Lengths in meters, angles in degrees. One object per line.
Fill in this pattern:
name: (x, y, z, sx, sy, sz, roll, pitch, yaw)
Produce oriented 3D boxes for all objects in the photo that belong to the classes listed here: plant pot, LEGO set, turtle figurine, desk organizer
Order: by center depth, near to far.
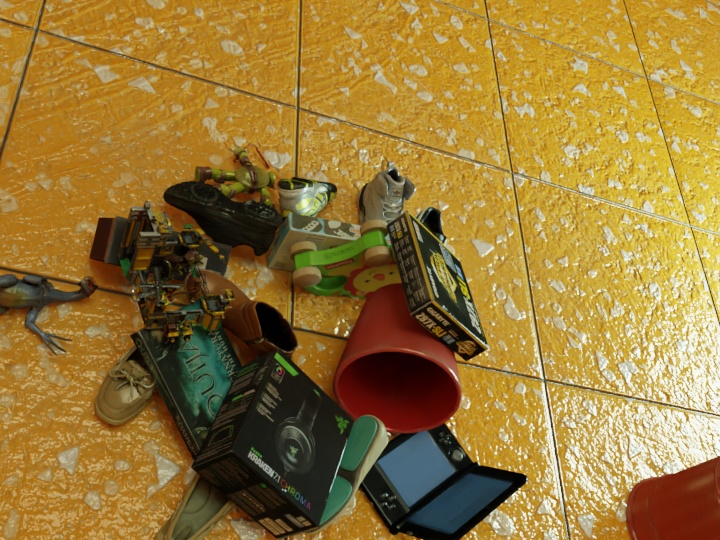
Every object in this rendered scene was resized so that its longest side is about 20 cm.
LEGO set: (-0.258, -0.012, 1.218, 0.152, 0.116, 0.201, 4, 45, -27)
desk organizer: (-0.311, -0.027, 1.347, 0.199, 0.077, 0.072, 16, 84, -38)
plant pot: (0.065, 0.131, 1.381, 0.199, 0.201, 0.178, 23, 39, -12)
plant pot: (0.588, 0.410, 1.451, 0.199, 0.196, 0.202, 14, 52, -19)
turtle figurine: (-0.198, -0.147, 1.501, 0.160, 0.064, 0.201, -10, 64, -33)

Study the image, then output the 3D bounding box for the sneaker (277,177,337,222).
sneaker: (-0.098, -0.121, 1.512, 0.075, 0.077, 0.200, 9, 9, 19)

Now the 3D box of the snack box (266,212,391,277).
snack box: (-0.048, -0.036, 1.471, 0.198, 0.116, 0.037, 9, 54, -23)

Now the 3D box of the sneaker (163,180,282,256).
sneaker: (-0.232, -0.081, 1.416, 0.198, 0.091, 0.076, 21, 29, 2)

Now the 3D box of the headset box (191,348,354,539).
headset box: (-0.114, 0.238, 1.215, 0.174, 0.092, 0.201, 47, 39, -21)

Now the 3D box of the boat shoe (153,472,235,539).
boat shoe: (-0.206, 0.308, 1.181, 0.073, 0.063, 0.201, 40, 49, 2)

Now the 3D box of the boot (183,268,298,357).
boot: (-0.178, 0.065, 1.290, 0.077, 0.155, 0.200, -43, 95, -17)

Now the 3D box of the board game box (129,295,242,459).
board game box: (-0.231, 0.152, 1.246, 0.135, 0.028, 0.201, -31, 96, -47)

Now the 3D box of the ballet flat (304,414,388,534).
ballet flat: (-0.023, 0.307, 1.271, 0.069, 0.069, 0.200, 38, 70, 1)

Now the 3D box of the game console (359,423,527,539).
game console: (0.121, 0.311, 1.320, 0.199, 0.117, 0.176, -25, 72, -38)

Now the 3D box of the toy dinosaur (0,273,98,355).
toy dinosaur: (-0.475, 0.020, 1.226, 0.200, 0.105, 0.181, 41, 27, 19)

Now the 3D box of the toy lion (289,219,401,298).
toy lion: (0.000, 0.000, 1.451, 0.198, 0.192, 0.069, -15, 62, 10)

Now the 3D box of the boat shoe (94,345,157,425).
boat shoe: (-0.310, 0.133, 1.246, 0.073, 0.063, 0.201, 33, 49, -4)

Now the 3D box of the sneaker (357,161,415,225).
sneaker: (0.050, -0.099, 1.568, 0.074, 0.115, 0.201, 5, 56, -25)

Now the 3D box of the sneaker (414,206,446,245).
sneaker: (0.119, -0.029, 1.576, 0.075, 0.088, 0.202, 12, 55, -23)

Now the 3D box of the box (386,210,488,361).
box: (0.120, 0.024, 1.352, 0.160, 0.049, 0.201, 42, 25, -39)
